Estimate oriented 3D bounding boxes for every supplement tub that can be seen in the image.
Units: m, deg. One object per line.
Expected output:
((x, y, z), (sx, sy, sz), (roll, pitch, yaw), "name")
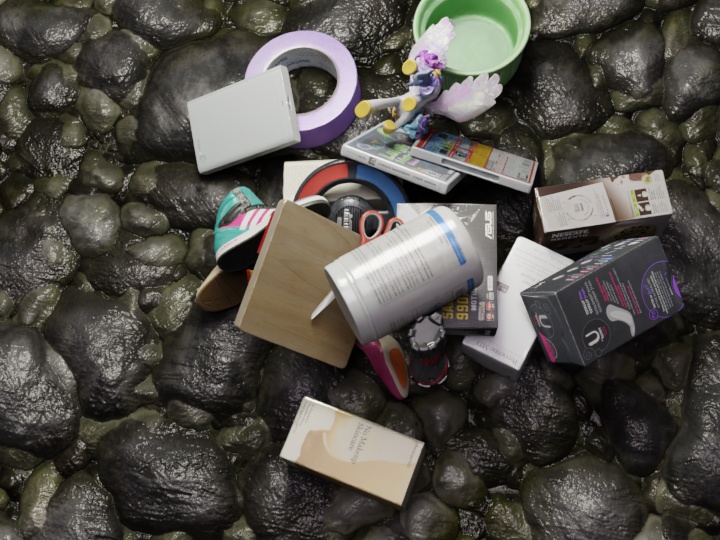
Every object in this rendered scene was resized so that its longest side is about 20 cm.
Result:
((0.063, 0.006, 1.316), (0.199, 0.132, 0.132), (-26, 70, -7), "supplement tub")

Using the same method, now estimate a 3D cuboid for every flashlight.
((0.098, 0.125, 1.366), (0.068, 0.200, 0.068), (-13, 70, 3), "flashlight")

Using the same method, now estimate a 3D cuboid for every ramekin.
((0.193, -0.401, 1.599), (0.199, 0.098, 0.201), (-2, 70, 5), "ramekin")

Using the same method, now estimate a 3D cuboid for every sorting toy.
((-0.085, 0.021, 1.391), (0.069, 0.199, 0.200), (9, 77, 54), "sorting toy")

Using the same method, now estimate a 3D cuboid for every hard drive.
((-0.202, -0.255, 1.573), (0.199, 0.026, 0.133), (-15, 82, 26), "hard drive")

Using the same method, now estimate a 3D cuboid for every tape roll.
((-0.101, -0.319, 1.620), (0.199, 0.066, 0.201), (-2, 71, 6), "tape roll")

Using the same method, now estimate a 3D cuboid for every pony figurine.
((0.103, -0.290, 1.477), (0.193, 0.200, 0.167), (-39, 82, 24), "pony figurine")

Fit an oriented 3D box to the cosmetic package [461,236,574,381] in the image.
((0.246, 0.060, 1.442), (0.101, 0.074, 0.201), (25, 74, 14), "cosmetic package")

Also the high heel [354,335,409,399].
((0.004, 0.123, 1.462), (0.096, 0.067, 0.201), (-30, 81, 26), "high heel")

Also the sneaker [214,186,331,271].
((-0.150, -0.091, 1.466), (0.199, 0.084, 0.121), (-27, 54, 5), "sneaker")

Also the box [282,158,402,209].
((-0.028, -0.140, 1.545), (0.199, 0.068, 0.083), (-1, 70, 6), "box")

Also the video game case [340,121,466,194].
((0.085, -0.188, 1.501), (0.181, 0.200, 0.023), (22, 116, 13), "video game case")

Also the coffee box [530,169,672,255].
((0.377, -0.088, 1.459), (0.199, 0.113, 0.080), (-8, 69, 3), "coffee box")

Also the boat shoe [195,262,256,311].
((-0.193, -0.012, 1.524), (0.200, 0.072, 0.065), (-43, 35, -6), "boat shoe")

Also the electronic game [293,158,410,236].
((-0.014, -0.082, 1.489), (0.199, 0.042, 0.201), (1, 109, 4), "electronic game")

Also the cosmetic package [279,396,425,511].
((-0.010, 0.277, 1.391), (0.199, 0.071, 0.106), (18, 73, 12), "cosmetic package")

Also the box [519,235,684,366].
((0.360, 0.044, 1.373), (0.199, 0.106, 0.123), (-26, 97, -20), "box")

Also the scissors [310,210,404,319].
((0.000, 0.000, 1.380), (0.073, 0.014, 0.201), (29, 77, -7), "scissors")

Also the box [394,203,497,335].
((0.130, -0.003, 1.411), (0.157, 0.048, 0.201), (2, 71, 4), "box")

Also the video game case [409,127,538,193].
((0.189, -0.182, 1.503), (0.199, 0.143, 0.018), (19, 115, 7), "video game case")
